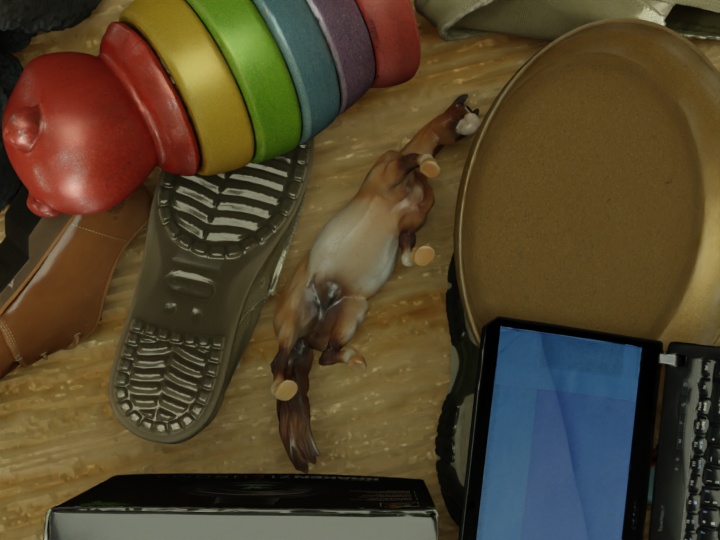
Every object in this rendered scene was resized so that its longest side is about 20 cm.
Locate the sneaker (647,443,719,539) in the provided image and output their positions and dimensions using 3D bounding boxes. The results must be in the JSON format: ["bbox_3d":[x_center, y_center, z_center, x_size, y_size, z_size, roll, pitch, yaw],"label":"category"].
[{"bbox_3d":[0.184,0.101,0.864,0.095,0.079,0.201,12,79,11],"label":"sneaker"}]

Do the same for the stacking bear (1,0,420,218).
[{"bbox_3d":[-0.082,-0.097,0.821,0.200,0.122,0.114,-30,65,-15],"label":"stacking bear"}]

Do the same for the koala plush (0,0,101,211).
[{"bbox_3d":[-0.261,-0.146,0.842,0.200,0.184,0.178,23,87,13],"label":"koala plush"}]

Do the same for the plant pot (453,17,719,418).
[{"bbox_3d":[0.118,-0.024,0.832,0.200,0.027,0.201,-6,101,-35],"label":"plant pot"}]

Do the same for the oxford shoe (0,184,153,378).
[{"bbox_3d":[-0.177,0.029,0.878,0.071,0.071,0.200,35,97,-32],"label":"oxford shoe"}]

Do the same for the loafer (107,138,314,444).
[{"bbox_3d":[-0.080,-0.002,0.878,0.075,0.068,0.200,21,72,1],"label":"loafer"}]

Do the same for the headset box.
[{"bbox_3d":[-0.051,0.151,0.802,0.174,0.200,0.093,1,88,1],"label":"headset box"}]

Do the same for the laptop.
[{"bbox_3d":[0.155,0.120,0.786,0.199,0.103,0.178,6,87,18],"label":"laptop"}]

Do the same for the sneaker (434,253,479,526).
[{"bbox_3d":[0.096,0.039,0.885,0.088,0.077,0.201,11,85,-30],"label":"sneaker"}]

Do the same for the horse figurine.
[{"bbox_3d":[0.000,0.000,0.859,0.050,0.133,0.200,29,101,-12],"label":"horse figurine"}]

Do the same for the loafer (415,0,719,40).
[{"bbox_3d":[0.129,-0.141,0.869,0.199,0.076,0.069,-9,81,-1],"label":"loafer"}]
